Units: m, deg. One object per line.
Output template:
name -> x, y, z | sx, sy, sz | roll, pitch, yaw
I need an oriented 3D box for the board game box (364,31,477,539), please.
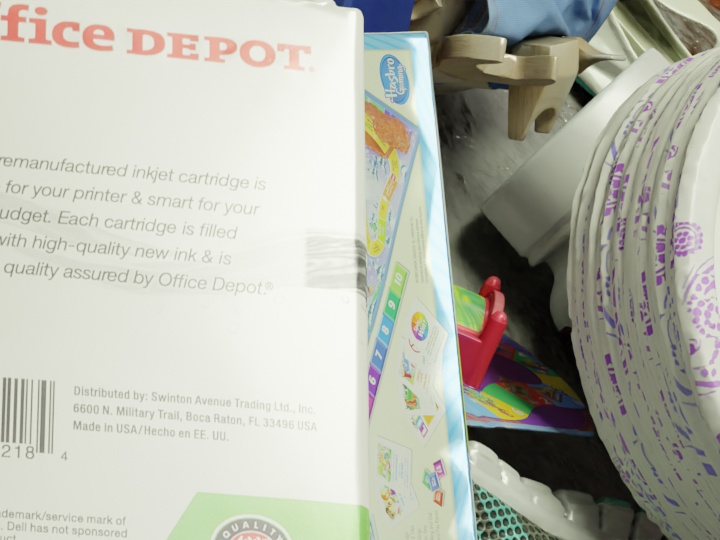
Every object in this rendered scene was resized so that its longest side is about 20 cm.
board game box -> -0.037, 0.023, 0.899 | 0.133, 0.034, 0.201 | -1, 68, -10

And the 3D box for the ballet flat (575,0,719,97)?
ballet flat -> 0.152, -0.075, 1.317 | 0.200, 0.069, 0.069 | 47, 32, 0

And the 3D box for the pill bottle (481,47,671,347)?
pill bottle -> 0.149, 0.016, 1.165 | 0.200, 0.114, 0.114 | 48, 32, 1

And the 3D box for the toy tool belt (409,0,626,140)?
toy tool belt -> 0.045, -0.113, 1.146 | 0.200, 0.122, 0.126 | -27, 113, -58

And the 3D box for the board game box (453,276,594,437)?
board game box -> 0.000, 0.000, 1.008 | 0.199, 0.039, 0.158 | 8, 21, -49

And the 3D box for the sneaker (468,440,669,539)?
sneaker -> 0.037, 0.113, 0.970 | 0.199, 0.078, 0.092 | 17, 49, -33

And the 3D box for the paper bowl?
paper bowl -> 0.155, 0.017, 1.032 | 0.200, 0.104, 0.202 | 10, 74, -36

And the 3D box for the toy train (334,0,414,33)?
toy train -> -0.028, -0.139, 1.052 | 0.085, 0.115, 0.201 | 28, 71, -62

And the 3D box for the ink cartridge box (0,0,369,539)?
ink cartridge box -> -0.076, 0.022, 0.823 | 0.144, 0.084, 0.201 | 5, 67, -13
